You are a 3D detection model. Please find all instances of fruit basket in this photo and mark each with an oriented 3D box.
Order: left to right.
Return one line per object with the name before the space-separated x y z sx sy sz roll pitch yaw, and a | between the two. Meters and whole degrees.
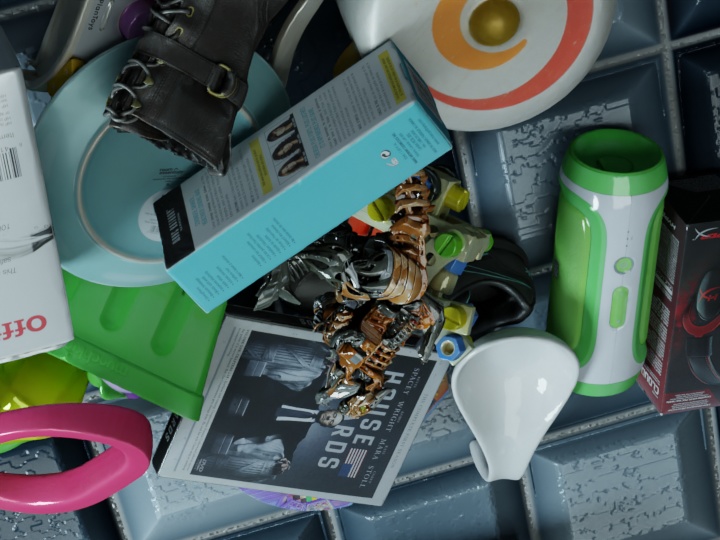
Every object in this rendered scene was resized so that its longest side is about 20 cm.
fruit basket | -0.224 0.059 1.580 0.215 0.155 0.216 -7 109 -21

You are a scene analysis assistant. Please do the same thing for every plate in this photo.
plate | -0.132 -0.069 1.468 0.200 0.026 0.201 -16 127 -21

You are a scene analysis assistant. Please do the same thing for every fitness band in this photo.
fitness band | -0.237 0.134 1.574 0.143 0.038 0.200 14 153 -30

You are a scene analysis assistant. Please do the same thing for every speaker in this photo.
speaker | 0.188 -0.005 1.665 0.088 0.089 0.200 -5 123 -11

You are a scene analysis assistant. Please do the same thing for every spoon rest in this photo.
spoon rest | 0.117 0.109 1.693 0.099 0.061 0.200 -4 146 -5

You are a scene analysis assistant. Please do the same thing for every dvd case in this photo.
dvd case | -0.043 0.105 1.656 0.200 0.025 0.151 11 117 -28

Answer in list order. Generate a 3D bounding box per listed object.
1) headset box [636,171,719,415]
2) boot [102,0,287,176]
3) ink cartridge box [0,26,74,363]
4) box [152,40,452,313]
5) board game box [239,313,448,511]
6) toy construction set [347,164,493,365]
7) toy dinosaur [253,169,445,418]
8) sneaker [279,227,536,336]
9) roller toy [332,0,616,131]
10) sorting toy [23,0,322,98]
headset box | 0.299 0.022 1.713 0.148 0.075 0.200 -7 123 -15
boot | -0.116 -0.167 1.369 0.200 0.069 0.174 36 76 -44
ink cartridge box | -0.274 -0.038 1.377 0.144 0.084 0.200 -13 120 -12
box | -0.040 -0.062 1.424 0.200 0.082 0.049 -34 125 11
board game box | -0.024 0.121 1.720 0.158 0.039 0.200 30 110 -28
toy construction set | 0.010 -0.026 1.580 0.200 0.092 0.131 23 105 7
toy dinosaur | 0.000 0.000 1.507 0.135 0.102 0.201 17 86 -6
sneaker | 0.039 0.012 1.645 0.199 0.079 0.076 -4 123 -10
roller toy | 0.075 -0.195 1.484 0.199 0.140 0.183 -7 123 -9
sorting toy | -0.117 -0.179 1.476 0.180 0.107 0.200 9 120 -28
